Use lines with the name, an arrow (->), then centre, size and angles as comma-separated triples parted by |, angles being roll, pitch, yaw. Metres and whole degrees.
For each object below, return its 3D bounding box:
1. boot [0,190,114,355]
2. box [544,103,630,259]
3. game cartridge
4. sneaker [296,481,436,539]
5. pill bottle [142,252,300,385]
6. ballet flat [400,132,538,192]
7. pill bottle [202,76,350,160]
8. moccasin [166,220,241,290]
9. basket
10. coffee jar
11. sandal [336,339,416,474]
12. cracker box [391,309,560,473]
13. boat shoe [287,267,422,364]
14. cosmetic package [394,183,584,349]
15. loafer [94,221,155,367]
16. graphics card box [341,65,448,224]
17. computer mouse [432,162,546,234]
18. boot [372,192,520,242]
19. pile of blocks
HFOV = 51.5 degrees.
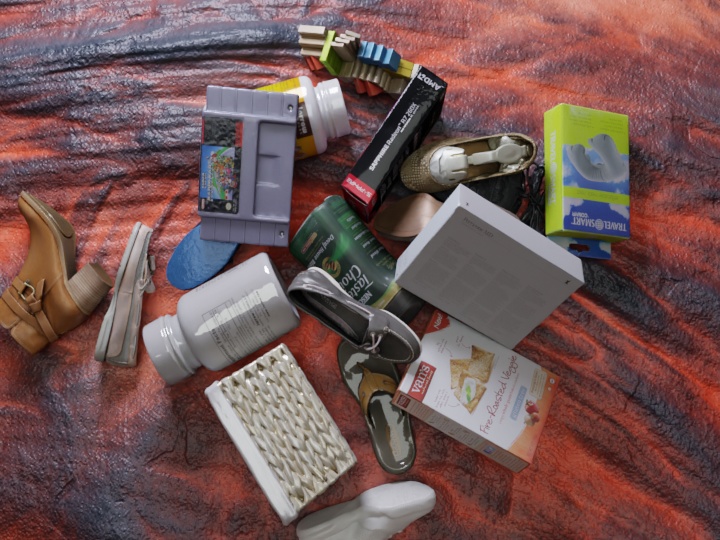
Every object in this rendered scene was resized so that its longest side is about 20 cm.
boot -> -0.466, 0.004, 1.068 | 0.155, 0.077, 0.201 | -40, 91, 0
box -> 0.320, -0.124, 1.056 | 0.119, 0.048, 0.206 | 4, 82, -20
game cartridge -> -0.152, -0.138, 1.000 | 0.126, 0.038, 0.206 | 3, 101, -9
sneaker -> 0.016, 0.355, 1.016 | 0.195, 0.075, 0.091 | -19, 95, 5
pill bottle -> -0.191, 0.071, 1.025 | 0.197, 0.114, 0.116 | -28, 83, -2
ballet flat -> 0.151, -0.152, 1.014 | 0.195, 0.065, 0.072 | -15, 95, -7
pill bottle -> -0.117, -0.207, 1.060 | 0.195, 0.109, 0.112 | -16, 83, -1
moccasin -> -0.193, -0.049, 1.065 | 0.200, 0.068, 0.081 | -45, 93, -4
basket -> -0.100, 0.212, 0.998 | 0.122, 0.136, 0.202 | -32, 83, -7
coffee jar -> 0.000, 0.000, 1.035 | 0.200, 0.085, 0.105 | 44, 121, 6
sandal -> 0.025, 0.185, 1.036 | 0.080, 0.055, 0.205 | -16, 83, -1
cracker box -> 0.157, 0.162, 1.012 | 0.197, 0.058, 0.136 | 27, 61, 4
boat shoe -> -0.012, 0.070, 0.985 | 0.198, 0.057, 0.068 | 34, 126, 15
cosmetic package -> 0.164, 0.001, 0.966 | 0.197, 0.151, 0.052 | 29, 41, -14
loafer -> -0.322, 0.037, 1.062 | 0.061, 0.072, 0.205 | 17, 90, -13
graphics card box -> 0.047, -0.172, 1.045 | 0.050, 0.126, 0.202 | 34, 85, 6
computer mouse -> 0.178, -0.116, 1.076 | 0.196, 0.053, 0.142 | 21, 86, -7
boot -> 0.132, -0.044, 1.033 | 0.197, 0.146, 0.072 | -5, 58, 42
pile of blocks -> -0.003, -0.295, 1.083 | 0.195, 0.082, 0.064 | 17, 83, 3
